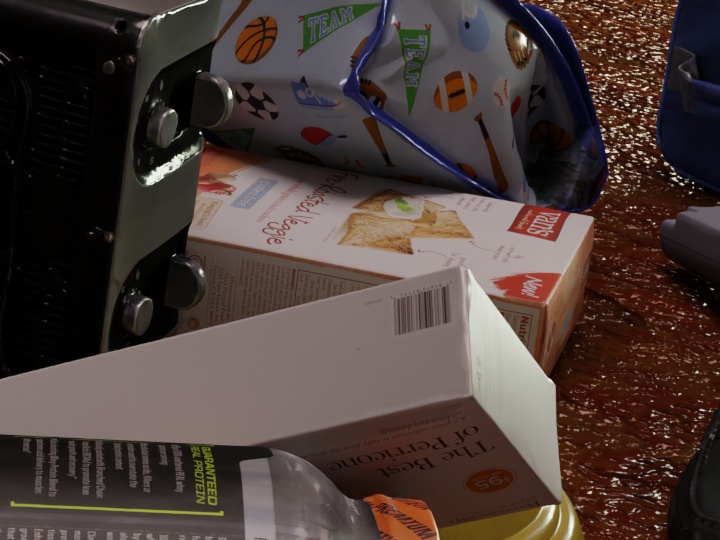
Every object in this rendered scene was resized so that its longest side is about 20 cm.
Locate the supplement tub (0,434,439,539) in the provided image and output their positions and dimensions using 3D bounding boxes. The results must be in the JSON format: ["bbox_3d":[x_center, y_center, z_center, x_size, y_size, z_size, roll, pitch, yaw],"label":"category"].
[{"bbox_3d":[-0.081,0.109,0.658,0.199,0.123,0.123,3,20,-8],"label":"supplement tub"}]

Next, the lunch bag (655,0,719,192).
[{"bbox_3d":[0.265,-0.106,1.336,0.132,0.136,0.200,-11,26,-42],"label":"lunch bag"}]

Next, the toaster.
[{"bbox_3d":[-0.162,-0.046,0.975,0.199,0.181,0.119,15,19,18],"label":"toaster"}]

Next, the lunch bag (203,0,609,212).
[{"bbox_3d":[0.014,-0.095,1.184,0.170,0.124,0.200,9,-19,44],"label":"lunch bag"}]

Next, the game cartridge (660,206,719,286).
[{"bbox_3d":[0.271,-0.005,1.184,0.199,0.041,0.133,0,8,-17],"label":"game cartridge"}]

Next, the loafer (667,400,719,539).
[{"bbox_3d":[0.168,0.068,0.925,0.068,0.071,0.201,13,21,18],"label":"loafer"}]

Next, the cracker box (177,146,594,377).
[{"bbox_3d":[0.000,0.000,1.075,0.199,0.058,0.134,12,20,11],"label":"cracker box"}]

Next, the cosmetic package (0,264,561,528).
[{"bbox_3d":[-0.042,0.060,0.743,0.199,0.083,0.051,-14,58,20],"label":"cosmetic package"}]

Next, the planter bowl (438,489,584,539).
[{"bbox_3d":[-0.003,0.070,0.845,0.200,0.084,0.200,5,20,-2],"label":"planter bowl"}]
